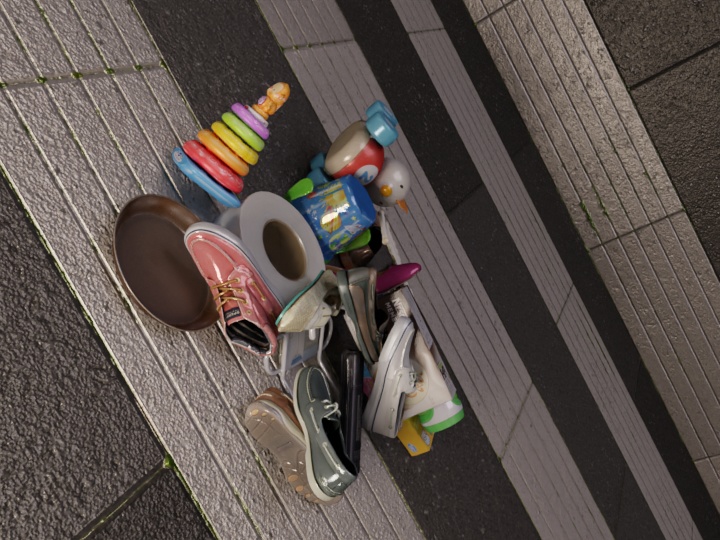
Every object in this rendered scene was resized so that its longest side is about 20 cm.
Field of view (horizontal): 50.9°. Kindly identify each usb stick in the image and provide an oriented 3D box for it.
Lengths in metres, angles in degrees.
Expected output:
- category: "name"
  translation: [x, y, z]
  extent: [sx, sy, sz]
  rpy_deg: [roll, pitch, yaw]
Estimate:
- category: "usb stick"
  translation: [-0.015, 0.224, 1.190]
  extent: [0.055, 0.032, 0.202]
  rpy_deg: [17, 75, -73]

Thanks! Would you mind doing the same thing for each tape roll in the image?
- category: "tape roll"
  translation: [-0.143, -0.019, 1.193]
  extent: [0.202, 0.071, 0.203]
  rpy_deg: [39, 37, -39]

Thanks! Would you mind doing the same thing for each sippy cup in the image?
- category: "sippy cup"
  translation: [-0.048, -0.097, 1.328]
  extent: [0.140, 0.130, 0.178]
  rpy_deg: [62, 20, 2]

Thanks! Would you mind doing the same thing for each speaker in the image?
- category: "speaker"
  translation: [0.111, 0.184, 1.357]
  extent: [0.088, 0.088, 0.201]
  rpy_deg: [-23, 88, -61]

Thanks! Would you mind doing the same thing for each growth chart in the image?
- category: "growth chart"
  translation: [0.072, -0.008, 1.436]
  extent: [0.145, 0.018, 0.201]
  rpy_deg: [-91, 162, -68]

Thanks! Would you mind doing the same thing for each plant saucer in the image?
- category: "plant saucer"
  translation: [-0.261, -0.007, 1.029]
  extent: [0.200, 0.032, 0.201]
  rpy_deg: [39, 38, -40]

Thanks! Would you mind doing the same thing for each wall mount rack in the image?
- category: "wall mount rack"
  translation: [-0.071, 0.148, 1.190]
  extent: [0.200, 0.074, 0.175]
  rpy_deg: [-20, 119, -60]

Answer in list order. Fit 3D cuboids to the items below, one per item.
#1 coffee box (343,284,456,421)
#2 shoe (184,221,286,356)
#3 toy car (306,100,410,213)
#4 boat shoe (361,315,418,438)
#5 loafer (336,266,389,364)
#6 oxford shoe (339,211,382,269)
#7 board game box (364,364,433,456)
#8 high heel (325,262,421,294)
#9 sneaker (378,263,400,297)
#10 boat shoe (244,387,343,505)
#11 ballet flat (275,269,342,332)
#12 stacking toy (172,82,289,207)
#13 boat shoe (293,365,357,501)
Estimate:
- category: "coffee box"
  translation: [0.068, 0.138, 1.275]
  extent: [0.201, 0.114, 0.080]
  rpy_deg: [66, 13, 1]
- category: "shoe"
  translation: [-0.173, 0.028, 1.040]
  extent: [0.200, 0.071, 0.091]
  rpy_deg: [52, 25, -31]
- category: "toy car"
  translation: [0.032, -0.179, 1.435]
  extent: [0.200, 0.184, 0.177]
  rpy_deg: [44, 18, -17]
- category: "boat shoe"
  translation: [0.061, 0.171, 1.204]
  extent: [0.066, 0.201, 0.074]
  rpy_deg: [22, 21, 16]
- category: "loafer"
  translation: [0.017, 0.072, 1.159]
  extent: [0.072, 0.062, 0.201]
  rpy_deg: [-100, 172, -45]
- category: "oxford shoe"
  translation: [0.024, -0.066, 1.500]
  extent: [0.071, 0.073, 0.200]
  rpy_deg: [53, 31, -19]
- category: "board game box"
  translation: [0.074, 0.216, 1.400]
  extent: [0.200, 0.040, 0.153]
  rpy_deg: [54, 31, -19]
- category: "high heel"
  translation: [0.000, 0.000, 1.291]
  extent: [0.067, 0.199, 0.097]
  rpy_deg: [-101, 170, -86]
- category: "sneaker"
  translation: [0.029, 0.036, 1.430]
  extent: [0.200, 0.089, 0.079]
  rpy_deg: [9, 63, -80]
- category: "boat shoe"
  translation: [-0.083, 0.249, 1.085]
  extent: [0.201, 0.075, 0.072]
  rpy_deg: [57, 28, -17]
- category: "ballet flat"
  translation: [-0.061, 0.049, 1.109]
  extent: [0.062, 0.068, 0.200]
  rpy_deg: [35, 25, 2]
- category: "stacking toy"
  translation: [-0.177, -0.205, 1.134]
  extent: [0.110, 0.200, 0.116]
  rpy_deg: [40, 4, -34]
- category: "boat shoe"
  translation: [-0.044, 0.213, 1.048]
  extent: [0.073, 0.062, 0.201]
  rpy_deg: [30, 36, -41]
